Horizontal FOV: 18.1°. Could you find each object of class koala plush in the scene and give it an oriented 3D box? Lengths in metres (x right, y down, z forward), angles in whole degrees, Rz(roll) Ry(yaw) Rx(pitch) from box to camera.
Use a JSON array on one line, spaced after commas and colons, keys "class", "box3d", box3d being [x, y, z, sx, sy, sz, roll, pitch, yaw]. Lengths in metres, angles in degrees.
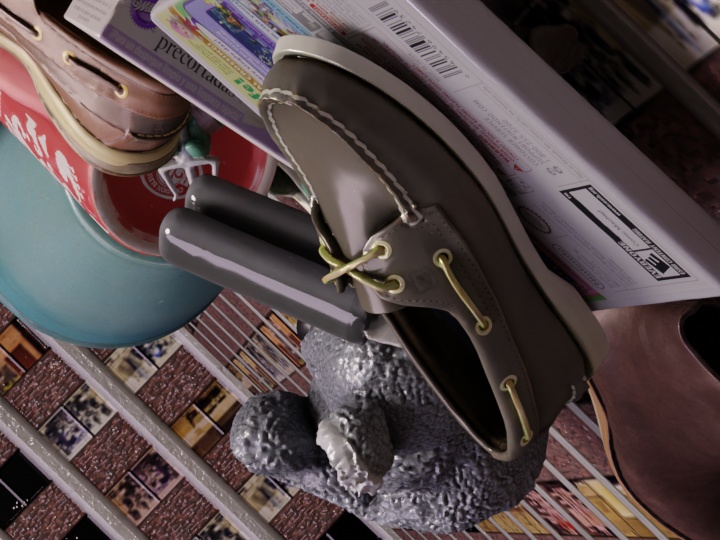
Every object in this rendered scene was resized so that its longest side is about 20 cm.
[{"class": "koala plush", "box3d": [0.027, 0.064, 1.328, 0.183, 0.178, 0.200, 30, 168, 11]}]

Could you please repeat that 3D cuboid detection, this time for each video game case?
[{"class": "video game case", "box3d": [0.028, -0.054, 0.850, 0.200, 0.022, 0.182, 41, 161, -16]}]

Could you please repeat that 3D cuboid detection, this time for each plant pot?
[{"class": "plant pot", "box3d": [-0.146, -0.059, 1.452, 0.200, 0.200, 0.188, 45, 162, -7]}]

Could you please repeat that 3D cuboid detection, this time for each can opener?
[{"class": "can opener", "box3d": [0.000, 0.000, 1.062, 0.199, 0.053, 0.067, 20, 137, 18]}]

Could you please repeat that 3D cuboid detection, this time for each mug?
[{"class": "mug", "box3d": [-0.152, -0.095, 1.228, 0.200, 0.177, 0.134, 47, 140, 50]}]

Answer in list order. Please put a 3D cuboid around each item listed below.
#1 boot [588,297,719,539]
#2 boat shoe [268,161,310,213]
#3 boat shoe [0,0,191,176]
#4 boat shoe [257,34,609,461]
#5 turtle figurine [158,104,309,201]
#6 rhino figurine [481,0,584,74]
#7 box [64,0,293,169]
[{"class": "boot", "box3d": [0.165, 0.077, 1.031, 0.200, 0.072, 0.166, 51, 171, -19]}, {"class": "boat shoe", "box3d": [-0.037, -0.072, 1.271, 0.200, 0.062, 0.072, 40, 170, 30]}, {"class": "boat shoe", "box3d": [-0.149, -0.138, 1.072, 0.200, 0.072, 0.068, 48, 141, 8]}, {"class": "boat shoe", "box3d": [0.023, -0.005, 0.845, 0.072, 0.060, 0.202, 13, 151, 49]}, {"class": "turtle figurine", "box3d": [-0.028, -0.071, 1.115, 0.149, 0.101, 0.200, 17, 149, 20]}, {"class": "rhino figurine", "box3d": [0.052, -0.074, 0.892, 0.200, 0.060, 0.087, 46, 167, -20]}, {"class": "box", "box3d": [-0.037, -0.072, 0.981, 0.200, 0.039, 0.041, 33, 179, -34]}]
